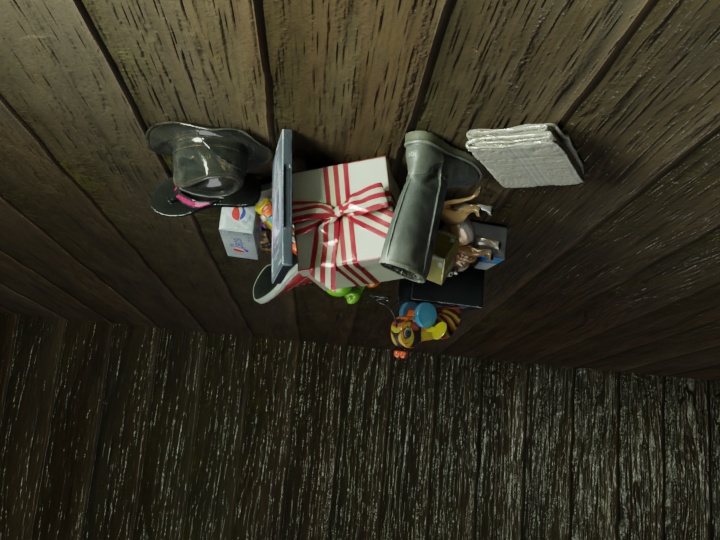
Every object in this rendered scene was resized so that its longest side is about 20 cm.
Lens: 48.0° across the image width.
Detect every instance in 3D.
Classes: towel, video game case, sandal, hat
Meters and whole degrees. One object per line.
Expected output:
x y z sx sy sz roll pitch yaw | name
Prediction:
0.240 -0.163 1.161 0.131 0.035 0.200 0 167 26 | towel
-0.119 -0.092 1.224 0.019 0.203 0.143 1 168 -12 | video game case
-0.270 -0.138 1.388 0.197 0.076 0.045 -5 167 9 | sandal
-0.237 -0.159 1.254 0.197 0.082 0.201 5 168 1 | hat

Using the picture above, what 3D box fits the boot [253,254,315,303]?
-0.127 0.020 1.730 0.143 0.073 0.199 17 138 -41 | boot

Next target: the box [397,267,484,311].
0.156 0.034 1.613 0.139 0.080 0.200 5 175 -5 | box

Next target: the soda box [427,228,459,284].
0.070 -0.051 1.422 0.198 0.068 0.065 21 138 20 | soda box

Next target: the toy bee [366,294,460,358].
0.096 0.111 1.525 0.197 0.110 0.131 8 176 -11 | toy bee

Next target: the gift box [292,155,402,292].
-0.006 -0.060 1.297 0.182 0.203 0.187 -14 164 9 | gift box

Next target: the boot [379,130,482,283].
0.106 -0.082 1.182 0.180 0.203 0.072 17 163 -42 | boot

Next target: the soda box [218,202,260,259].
-0.220 -0.078 1.496 0.062 0.069 0.200 7 168 -3 | soda box

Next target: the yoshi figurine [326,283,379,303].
-0.015 0.000 1.511 0.111 0.113 0.200 27 -167 12 | yoshi figurine

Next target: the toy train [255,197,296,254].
-0.114 -0.070 1.428 0.150 0.056 0.200 40 171 9 | toy train

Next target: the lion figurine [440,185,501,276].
0.176 -0.073 1.430 0.121 0.073 0.202 11 135 30 | lion figurine

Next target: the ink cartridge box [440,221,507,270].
0.204 -0.040 1.625 0.114 0.068 0.200 8 167 -10 | ink cartridge box

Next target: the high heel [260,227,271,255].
-0.145 -0.048 1.705 0.198 0.072 0.142 18 170 -15 | high heel

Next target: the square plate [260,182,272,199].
-0.128 -0.122 1.488 0.198 0.029 0.197 -7 163 43 | square plate
